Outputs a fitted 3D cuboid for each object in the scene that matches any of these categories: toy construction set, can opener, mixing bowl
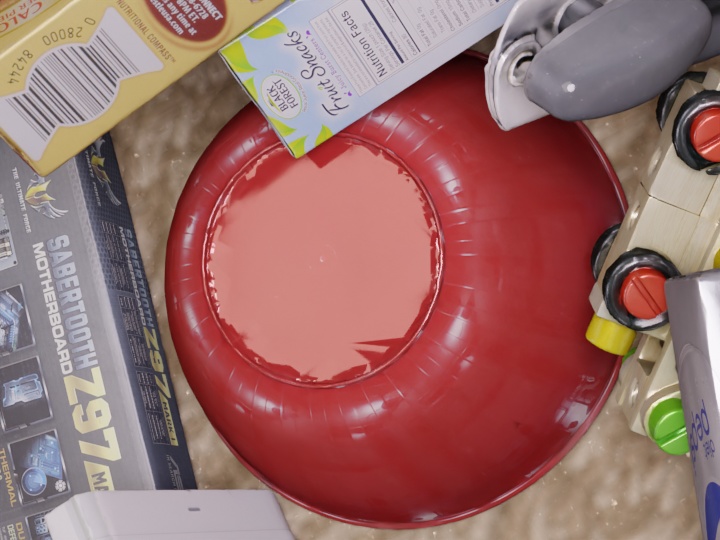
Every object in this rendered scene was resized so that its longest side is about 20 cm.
[{"bbox_3d":[0.156,-0.005,0.873,0.130,0.092,0.201,20,90,-9],"label":"toy construction set"},{"bbox_3d":[0.128,-0.091,0.852,0.067,0.199,0.054,39,137,38],"label":"can opener"},{"bbox_3d":[0.000,0.000,0.923,0.199,0.108,0.202,-2,84,18],"label":"mixing bowl"}]

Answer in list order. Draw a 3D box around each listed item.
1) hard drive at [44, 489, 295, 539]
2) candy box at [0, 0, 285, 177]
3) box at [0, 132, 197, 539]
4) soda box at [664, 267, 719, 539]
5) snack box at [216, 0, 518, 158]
[{"bbox_3d":[-0.037,0.177,0.893,0.026,0.132,0.201,-34,69,25],"label":"hard drive"},{"bbox_3d":[-0.060,-0.135,0.841,0.200,0.056,0.117,-36,39,9],"label":"candy box"},{"bbox_3d":[-0.162,0.047,0.998,0.157,0.051,0.201,-19,79,15],"label":"box"},{"bbox_3d":[0.153,0.095,0.800,0.068,0.063,0.201,-8,89,-3],"label":"soda box"},{"bbox_3d":[0.020,-0.159,0.900,0.199,0.068,0.169,-34,41,5],"label":"snack box"}]
